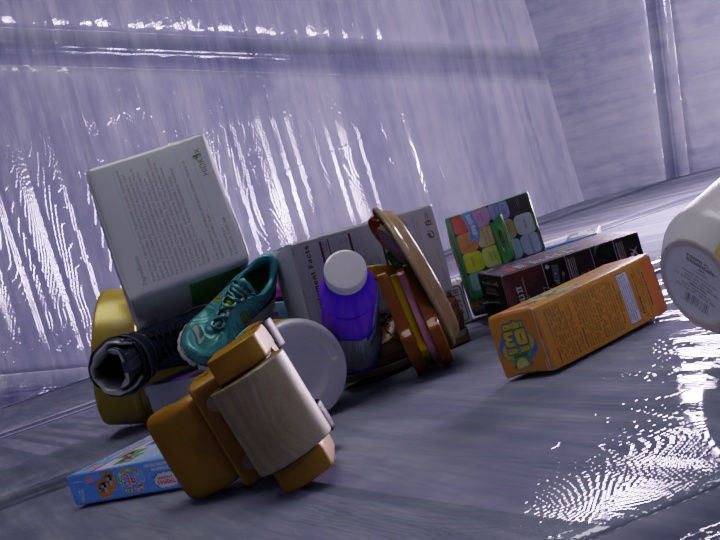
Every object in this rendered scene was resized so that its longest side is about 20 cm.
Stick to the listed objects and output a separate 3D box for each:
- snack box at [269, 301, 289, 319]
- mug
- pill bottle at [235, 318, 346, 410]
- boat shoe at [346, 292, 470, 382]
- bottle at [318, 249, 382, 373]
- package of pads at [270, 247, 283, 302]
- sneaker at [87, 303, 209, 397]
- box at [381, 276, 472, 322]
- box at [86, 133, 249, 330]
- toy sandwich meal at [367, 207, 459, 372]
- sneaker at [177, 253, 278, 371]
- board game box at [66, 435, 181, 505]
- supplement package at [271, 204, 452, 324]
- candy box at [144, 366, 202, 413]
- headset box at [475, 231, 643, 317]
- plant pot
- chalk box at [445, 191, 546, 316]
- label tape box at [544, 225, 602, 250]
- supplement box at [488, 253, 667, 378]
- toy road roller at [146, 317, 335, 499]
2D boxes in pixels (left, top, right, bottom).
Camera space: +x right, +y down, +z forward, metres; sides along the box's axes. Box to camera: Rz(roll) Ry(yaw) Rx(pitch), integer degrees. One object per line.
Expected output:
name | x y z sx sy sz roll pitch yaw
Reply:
snack box | -0.127 0.074 1.654 0.114 0.038 0.200 -7 -8 -3
mug | 0.341 -0.024 0.966 0.152 0.151 0.186 -27 -1 -23
pill bottle | -0.094 0.112 1.344 0.110 0.113 0.200 -18 2 -18
boat shoe | 0.046 0.084 1.464 0.198 0.069 0.072 -20 4 -36
bottle | -0.011 0.045 1.319 0.064 0.085 0.201 4 -28 6
package of pads | -0.027 0.008 1.647 0.197 0.077 0.120 1 -6 -14
sneaker | -0.249 0.101 1.486 0.200 0.078 0.146 -19 3 4
box | 0.064 0.070 1.734 0.197 0.061 0.117 -18 2 2
box | -0.258 -0.038 1.600 0.169 0.202 0.199 -18 -19 -11
toy sandwich meal | 0.049 0.024 1.355 0.070 0.207 0.205 -30 3 -2
sneaker | -0.164 0.048 1.466 0.200 0.077 0.080 -55 -8 -46
board game box | -0.179 0.187 1.197 0.198 0.037 0.151 -17 3 35
supplement package | 0.000 0.000 1.519 0.198 0.119 0.117 -16 2 -16
candy box | -0.157 0.144 1.562 0.167 0.072 0.199 -16 4 45
headset box | 0.243 0.016 1.464 0.197 0.078 0.149 -17 3 -4
plant pot | -0.287 0.126 1.739 0.186 0.204 0.201 -1 3 0
chalk box | 0.193 -0.024 1.632 0.122 0.126 0.200 -18 -13 4
label tape box | 0.319 -0.021 1.855 0.142 0.067 0.200 -17 4 15
supplement box | 0.218 0.044 1.158 0.199 0.070 0.066 -23 3 -41
toy road roller | -0.108 0.133 1.002 0.145 0.124 0.200 -32 3 -3
